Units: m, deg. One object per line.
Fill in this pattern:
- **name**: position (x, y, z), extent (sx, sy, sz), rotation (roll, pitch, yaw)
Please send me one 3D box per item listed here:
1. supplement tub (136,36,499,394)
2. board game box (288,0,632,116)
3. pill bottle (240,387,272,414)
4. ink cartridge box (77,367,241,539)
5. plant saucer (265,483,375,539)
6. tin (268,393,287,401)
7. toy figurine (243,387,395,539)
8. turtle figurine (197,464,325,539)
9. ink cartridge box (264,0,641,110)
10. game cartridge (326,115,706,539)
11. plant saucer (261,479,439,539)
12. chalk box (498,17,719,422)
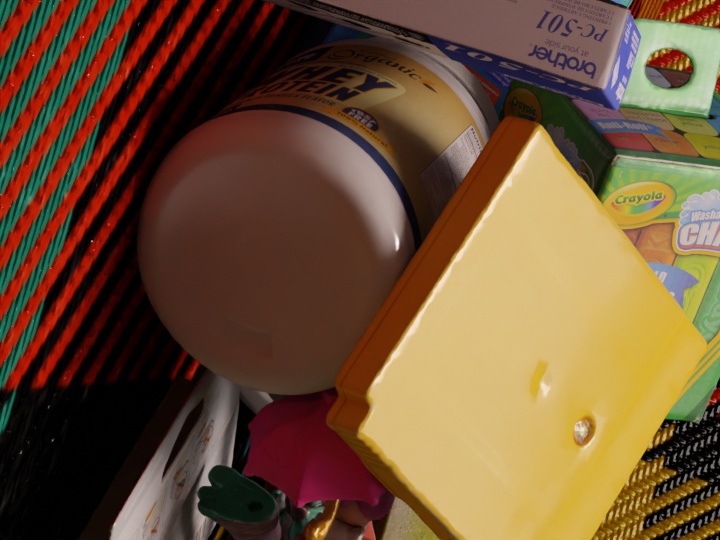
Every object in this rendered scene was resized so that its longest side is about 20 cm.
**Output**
- **supplement tub**: position (-0.013, -0.035, 1.355), extent (0.200, 0.144, 0.145), rotation (-45, 151, -62)
- **board game box**: position (0.059, -0.137, 1.527), extent (0.045, 0.152, 0.200), rotation (-19, -144, 59)
- **pill bottle**: position (0.000, 0.000, 1.608), extent (0.200, 0.112, 0.113), rotation (-63, 166, -44)
- **ink cartridge box**: position (-0.115, 0.124, 1.397), extent (0.200, 0.043, 0.174), rotation (-61, 165, -48)
- **plant saucer**: position (-0.035, 0.221, 1.612), extent (0.200, 0.037, 0.201), rotation (-59, -149, 37)
- **tin**: position (-0.006, 0.011, 1.488), extent (0.042, 0.112, 0.201), rotation (-47, -152, 41)
- **toy figurine**: position (-0.016, 0.144, 1.351), extent (0.200, 0.150, 0.185), rotation (15, 97, -67)
- **turtle figurine**: position (-0.048, 0.178, 1.493), extent (0.150, 0.100, 0.201), rotation (-62, 162, -46)
- **ink cartridge box**: position (0.037, -0.132, 1.321), extent (0.094, 0.199, 0.044), rotation (17, 91, -80)
- **game cartridge**: position (0.079, 0.051, 1.310), extent (0.177, 0.032, 0.200), rotation (-56, 133, -16)
- **plant saucer**: position (-0.016, 0.184, 1.743), extent (0.048, 0.199, 0.200), rotation (38, 55, -32)
- **chalk box**: position (0.143, -0.037, 1.428), extent (0.124, 0.124, 0.201), rotation (56, -46, 51)
